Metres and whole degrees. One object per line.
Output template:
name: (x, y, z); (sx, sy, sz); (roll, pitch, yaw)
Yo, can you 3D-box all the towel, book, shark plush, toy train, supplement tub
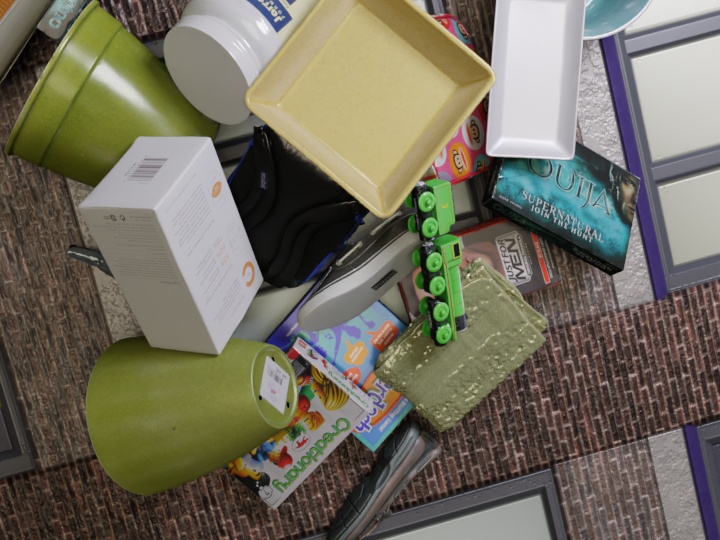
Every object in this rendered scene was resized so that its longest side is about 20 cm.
towel: (0.125, 0.095, 1.072); (0.148, 0.037, 0.200); (42, 96, -18)
book: (-0.436, -0.311, 1.016); (0.133, 0.048, 0.201); (39, 94, 30)
shark plush: (-0.259, 0.003, 1.066); (0.199, 0.083, 0.091); (35, 93, -6)
toy train: (0.091, -0.009, 0.993); (0.056, 0.042, 0.203); (-21, 114, -27)
supplement tub: (-0.113, -0.274, 0.980); (0.145, 0.145, 0.201); (42, 58, -7)

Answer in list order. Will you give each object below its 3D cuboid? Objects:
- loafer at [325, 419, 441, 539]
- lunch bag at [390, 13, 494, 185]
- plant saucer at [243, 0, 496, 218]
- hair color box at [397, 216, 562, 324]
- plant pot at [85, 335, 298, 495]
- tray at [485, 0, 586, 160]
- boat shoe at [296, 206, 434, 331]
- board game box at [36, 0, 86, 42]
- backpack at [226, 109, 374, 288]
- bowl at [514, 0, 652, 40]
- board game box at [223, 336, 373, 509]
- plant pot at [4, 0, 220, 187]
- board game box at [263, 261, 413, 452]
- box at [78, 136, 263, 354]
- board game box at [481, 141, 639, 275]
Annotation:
loafer: (0.032, 0.293, 1.122); (0.063, 0.072, 0.201); (35, 90, -12)
lunch bag: (0.079, -0.195, 1.024); (0.081, 0.175, 0.203); (-9, 101, 40)
plant saucer: (0.010, -0.190, 0.924); (0.199, 0.048, 0.201); (39, 86, -1)
hair color box: (0.145, -0.003, 1.103); (0.197, 0.061, 0.103); (-20, 97, -1)
plant pot: (-0.178, 0.150, 0.997); (0.198, 0.187, 0.190); (-16, 97, 27)
tray: (0.202, -0.232, 1.001); (0.106, 0.022, 0.203); (3, 97, -3)
boat shoe: (0.000, 0.000, 1.052); (0.199, 0.071, 0.064); (-36, 57, 11)
board game box: (-0.314, -0.323, 0.974); (0.028, 0.200, 0.136); (33, 93, -24)
backpack: (-0.072, -0.087, 1.033); (0.162, 0.168, 0.201); (37, 125, -3)
bowl: (0.257, -0.376, 1.052); (0.197, 0.105, 0.204); (0, 96, -4)
board game box: (-0.094, 0.196, 1.091); (0.126, 0.035, 0.200); (39, 111, -6)
plant pot: (-0.274, -0.171, 1.006); (0.192, 0.200, 0.202); (31, 93, -17)
board game box: (-0.008, 0.109, 1.112); (0.200, 0.045, 0.152); (41, 91, -7)
box: (-0.196, -0.026, 0.933); (0.096, 0.125, 0.202); (4, 132, 23)
board game box: (0.252, -0.098, 1.065); (0.198, 0.028, 0.137); (26, 66, -16)
